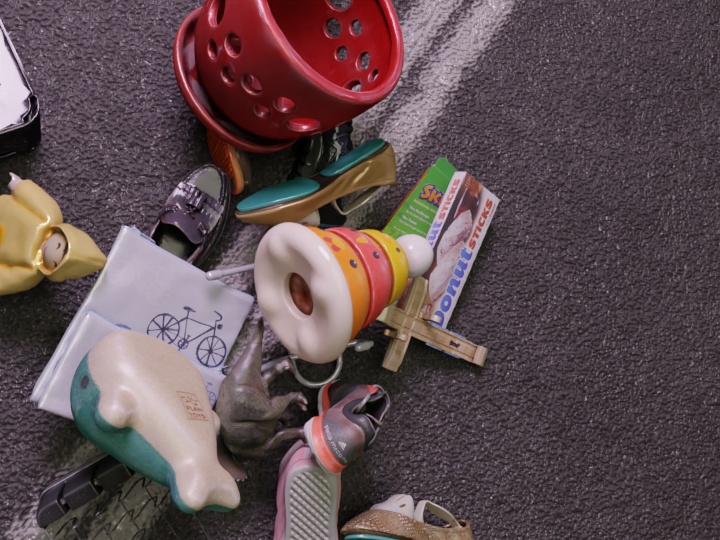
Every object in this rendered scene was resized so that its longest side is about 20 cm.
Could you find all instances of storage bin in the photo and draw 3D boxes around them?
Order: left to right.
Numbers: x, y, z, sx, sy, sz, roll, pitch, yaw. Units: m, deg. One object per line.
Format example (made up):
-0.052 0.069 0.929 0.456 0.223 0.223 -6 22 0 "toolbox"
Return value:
-0.428 -0.209 0.822 0.135 0.094 0.201 -25 90 -22 "storage bin"

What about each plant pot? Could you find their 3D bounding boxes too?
-0.081 -0.229 0.844 0.200 0.182 0.201 19 59 -36 "plant pot"

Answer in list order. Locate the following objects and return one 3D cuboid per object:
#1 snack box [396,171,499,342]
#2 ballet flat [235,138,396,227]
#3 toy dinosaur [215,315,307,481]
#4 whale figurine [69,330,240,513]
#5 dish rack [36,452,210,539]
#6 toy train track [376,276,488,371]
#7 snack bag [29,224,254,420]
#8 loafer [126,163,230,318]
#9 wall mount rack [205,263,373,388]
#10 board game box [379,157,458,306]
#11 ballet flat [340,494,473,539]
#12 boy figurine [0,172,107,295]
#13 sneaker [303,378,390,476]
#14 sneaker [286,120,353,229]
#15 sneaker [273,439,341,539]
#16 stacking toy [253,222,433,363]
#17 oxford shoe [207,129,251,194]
0.107 -0.018 0.990 0.072 0.024 0.201 33 76 -36 "snack box"
-0.042 -0.083 0.900 0.199 0.069 0.063 -27 117 -16 "ballet flat"
-0.111 0.146 0.828 0.102 0.077 0.201 -14 128 -31 "toy dinosaur"
-0.193 0.151 0.740 0.104 0.159 0.200 -44 63 10 "whale figurine"
-0.220 0.280 0.810 0.153 0.055 0.200 -29 97 -1 "dish rack"
0.091 0.078 0.953 0.200 0.032 0.115 26 81 -38 "toy train track"
-0.213 0.080 0.839 0.188 0.021 0.201 34 76 -37 "snack bag"
-0.199 -0.029 0.872 0.072 0.063 0.201 29 82 -7 "loafer"
-0.081 0.045 0.902 0.173 0.075 0.201 -12 94 -18 "wall mount rack"
0.078 -0.043 1.014 0.095 0.030 0.200 42 72 -11 "board game box"
0.056 0.291 0.911 0.200 0.070 0.066 30 56 -38 "ballet flat"
-0.345 -0.029 0.789 0.199 0.064 0.125 21 86 17 "boy figurine"
0.001 0.156 0.860 0.082 0.200 0.077 -29 96 10 "sneaker"
-0.037 -0.147 0.973 0.082 0.073 0.201 17 85 -20 "sneaker"
-0.059 0.276 0.884 0.075 0.105 0.201 7 108 -4 "sneaker"
0.000 0.000 0.852 0.200 0.146 0.147 -22 88 -39 "stacking toy"
-0.141 -0.188 0.938 0.073 0.071 0.201 -5 82 -26 "oxford shoe"
